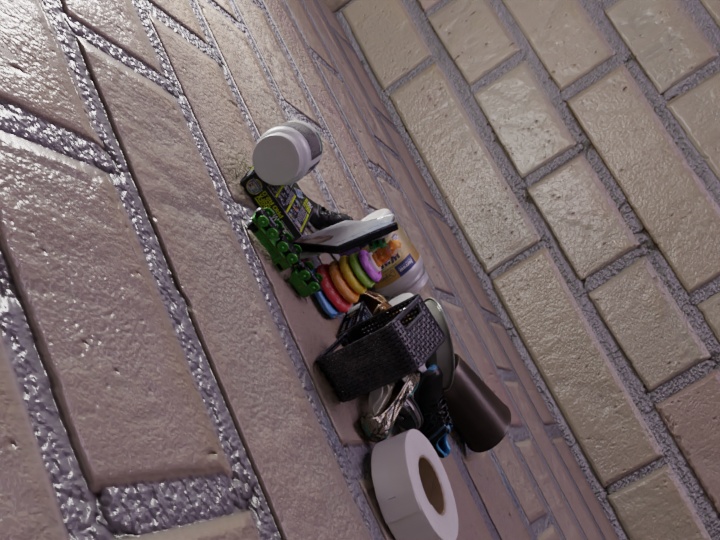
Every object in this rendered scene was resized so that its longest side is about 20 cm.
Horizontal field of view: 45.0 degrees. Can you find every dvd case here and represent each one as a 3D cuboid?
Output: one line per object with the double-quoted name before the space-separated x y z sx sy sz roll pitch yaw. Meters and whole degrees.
"dvd case" -0.035 -0.067 1.701 0.199 0.141 0.018 8 -63 59

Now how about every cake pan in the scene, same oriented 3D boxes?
"cake pan" 0.148 0.160 1.860 0.200 0.036 0.203 171 -90 -75

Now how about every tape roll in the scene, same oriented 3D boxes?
"tape roll" 0.094 0.380 1.496 0.203 0.070 0.204 55 20 -32

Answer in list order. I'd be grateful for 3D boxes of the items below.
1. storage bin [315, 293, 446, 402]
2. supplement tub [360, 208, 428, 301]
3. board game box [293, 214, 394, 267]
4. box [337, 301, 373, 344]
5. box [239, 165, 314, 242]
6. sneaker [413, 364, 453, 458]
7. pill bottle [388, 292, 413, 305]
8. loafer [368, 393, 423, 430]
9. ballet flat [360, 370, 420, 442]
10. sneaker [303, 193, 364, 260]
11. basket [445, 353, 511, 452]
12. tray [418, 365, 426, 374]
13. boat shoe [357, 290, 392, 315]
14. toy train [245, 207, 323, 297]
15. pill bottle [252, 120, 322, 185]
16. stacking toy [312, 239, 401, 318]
"storage bin" 0.035 0.138 1.526 0.094 0.199 0.135 56 40 -4
"supplement tub" 0.064 -0.032 2.120 0.201 0.143 0.145 54 15 -14
"board game box" -0.031 -0.059 1.763 0.200 0.197 0.026 -65 140 -73
"box" 0.034 0.177 1.795 0.201 0.046 0.159 57 14 -10
"box" -0.168 -0.153 1.792 0.161 0.044 0.200 55 15 -15
"sneaker" 0.152 0.278 1.717 0.073 0.081 0.202 -29 130 -42
"pill bottle" 0.131 0.161 2.021 0.201 0.111 0.112 53 15 -18
"loafer" 0.042 0.240 1.685 0.201 0.072 0.063 52 39 -2
"ballet flat" 0.054 0.226 1.600 0.200 0.067 0.076 -53 126 -46
"sneaker" -0.065 -0.113 1.965 0.200 0.087 0.076 49 17 -32
"basket" 0.251 0.310 2.096 0.200 0.135 0.181 49 13 -18
"tray" 0.085 0.162 1.701 0.107 0.022 0.200 36 -3 15
"boat shoe" 0.052 0.107 1.896 0.067 0.072 0.200 27 11 -45
"toy train" -0.141 -0.031 1.610 0.201 0.056 0.042 53 30 -23
"pill bottle" -0.144 -0.232 1.719 0.114 0.112 0.200 56 14 -8
"stacking toy" 0.000 0.000 1.730 0.111 0.199 0.116 60 14 7
